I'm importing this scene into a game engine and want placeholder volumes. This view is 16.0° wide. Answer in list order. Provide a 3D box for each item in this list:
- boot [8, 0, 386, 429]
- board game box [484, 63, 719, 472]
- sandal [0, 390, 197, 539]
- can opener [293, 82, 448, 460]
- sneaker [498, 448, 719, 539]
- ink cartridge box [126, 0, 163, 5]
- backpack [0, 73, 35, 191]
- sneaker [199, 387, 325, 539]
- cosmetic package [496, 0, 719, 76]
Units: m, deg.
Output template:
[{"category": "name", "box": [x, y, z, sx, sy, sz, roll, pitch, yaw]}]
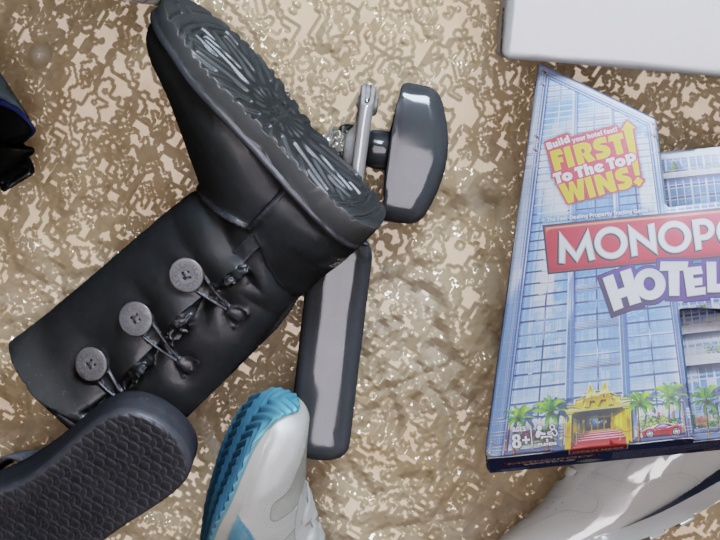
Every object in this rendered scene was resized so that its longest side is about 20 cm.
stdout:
[{"category": "boot", "box": [-0.108, -0.016, 1.317, 0.200, 0.066, 0.165, -44, 78, 24]}, {"category": "board game box", "box": [0.152, -0.008, 1.300, 0.200, 0.062, 0.200, -6, 78, 3]}, {"category": "sandal", "box": [-0.163, 0.120, 1.329, 0.200, 0.043, 0.076, -27, 115, 24]}, {"category": "can opener", "box": [0.000, 0.000, 1.333, 0.066, 0.053, 0.200, 11, 96, -1]}, {"category": "sneaker", "box": [0.149, 0.099, 1.342, 0.200, 0.076, 0.081, -30, 86, -4]}, {"category": "ink cartridge box", "box": [-0.111, -0.208, 1.239, 0.084, 0.200, 0.145, 24, 95, -2]}, {"category": "backpack", "box": [-0.282, -0.076, 1.250, 0.183, 0.200, 0.147, -40, 75, 4]}, {"category": "sneaker", "box": [-0.044, 0.150, 1.326, 0.081, 0.077, 0.200, 8, 118, -4]}, {"category": "cosmetic package", "box": [0.173, -0.149, 1.313, 0.200, 0.074, 0.102, 6, 95, 1]}]
